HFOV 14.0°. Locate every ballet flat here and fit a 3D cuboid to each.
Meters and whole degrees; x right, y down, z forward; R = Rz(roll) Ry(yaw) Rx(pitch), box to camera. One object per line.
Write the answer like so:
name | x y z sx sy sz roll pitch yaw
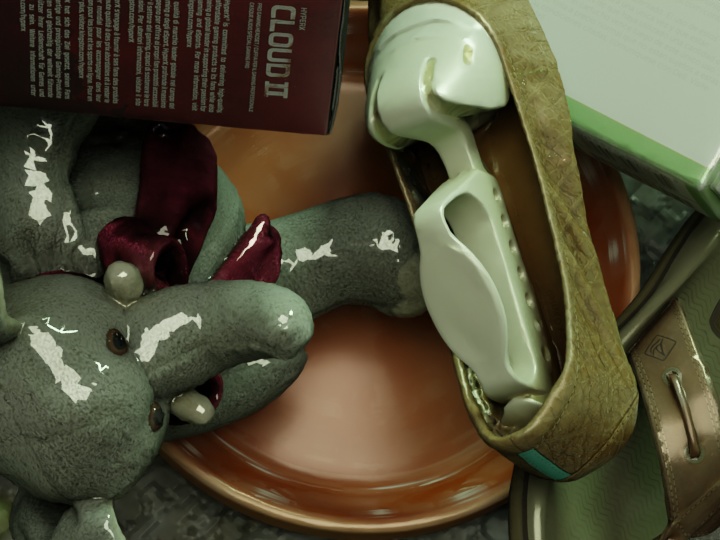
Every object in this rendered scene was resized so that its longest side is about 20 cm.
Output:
ballet flat | 0.036 -0.026 0.967 0.068 0.072 0.200 -20 78 28

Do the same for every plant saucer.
plant saucer | 0.000 0.000 1.055 0.200 0.032 0.201 1 72 -4

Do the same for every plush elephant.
plush elephant | -0.076 0.011 0.939 0.200 0.165 0.155 -23 32 2

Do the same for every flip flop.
flip flop | 0.118 0.050 1.019 0.200 0.058 0.081 -53 125 -22

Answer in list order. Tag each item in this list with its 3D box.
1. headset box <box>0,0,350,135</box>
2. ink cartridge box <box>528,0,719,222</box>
headset box | -0.079 -0.127 0.898 0.200 0.075 0.149 6 57 -2
ink cartridge box | 0.113 -0.137 1.021 0.145 0.048 0.200 29 86 27
